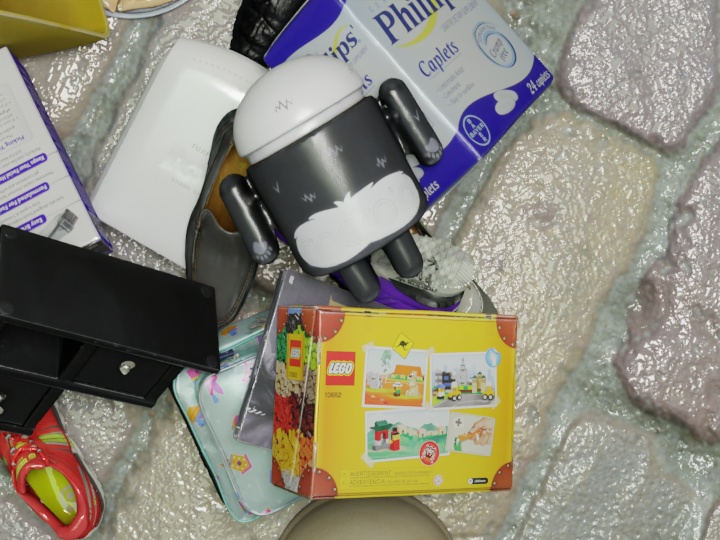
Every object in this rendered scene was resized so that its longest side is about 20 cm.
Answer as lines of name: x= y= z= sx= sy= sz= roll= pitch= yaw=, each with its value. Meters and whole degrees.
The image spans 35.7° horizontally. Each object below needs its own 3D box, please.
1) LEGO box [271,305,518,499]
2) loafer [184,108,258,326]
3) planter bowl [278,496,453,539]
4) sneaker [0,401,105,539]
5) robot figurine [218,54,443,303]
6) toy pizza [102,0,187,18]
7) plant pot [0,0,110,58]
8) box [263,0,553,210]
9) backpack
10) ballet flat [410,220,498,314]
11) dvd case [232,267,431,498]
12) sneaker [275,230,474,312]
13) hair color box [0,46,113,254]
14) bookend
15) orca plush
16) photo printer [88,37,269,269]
LEGO box: x=0.031 y=0.108 z=0.940 sx=0.198 sy=0.077 sz=0.151 roll=4 pitch=87 yaw=-28
loafer: x=-0.121 y=-0.042 z=1.002 sx=0.072 sy=0.072 sz=0.203 roll=7 pitch=104 yaw=-6
planter bowl: x=0.007 y=0.319 z=1.062 sx=0.197 sy=0.135 sz=0.203 roll=0 pitch=92 yaw=-2
sneaker: x=-0.314 y=0.172 z=1.074 sx=0.077 sy=0.085 sz=0.201 roll=-38 pitch=92 yaw=0
robot figurine: x=-0.022 y=-0.076 z=0.919 sx=0.150 sy=0.124 sz=0.202 roll=-37 pitch=101 yaw=-37
toy pizza: x=-0.224 y=-0.348 z=1.084 sx=0.197 sy=0.032 sz=0.203 roll=0 pitch=92 yaw=-1
plant pot: x=-0.372 y=-0.283 z=1.001 sx=0.174 sy=0.200 sz=0.203 roll=-18 pitch=87 yaw=21
box: x=0.049 y=-0.183 z=1.012 sx=0.200 sy=0.184 sz=0.105 roll=47 pitch=133 yaw=-2
backpack: x=-0.062 y=0.120 z=1.044 sx=0.198 sy=0.153 sz=0.178 roll=-25 pitch=100 yaw=-13
ballet flat: x=0.065 y=0.005 z=1.086 sx=0.067 sy=0.064 sz=0.200 roll=-41 pitch=93 yaw=-1
dvd case: x=-0.002 y=0.101 z=0.976 sx=0.198 sy=0.016 sz=0.151 roll=21 pitch=78 yaw=-27
sneaker: x=0.000 y=0.000 z=1.033 sx=0.198 sy=0.100 sz=0.070 roll=24 pitch=50 yaw=7
hair color box: x=-0.318 y=-0.085 z=1.014 sx=0.108 sy=0.065 sz=0.202 roll=-27 pitch=81 yaw=-4
bookend: x=-0.258 y=0.079 z=0.978 sx=0.197 sy=0.093 sz=0.200 roll=18 pitch=134 yaw=-32
orca plush: x=-0.099 y=-0.257 z=1.060 sx=0.200 sy=0.071 sz=0.106 roll=-44 pitch=75 yaw=14
photo printer: x=-0.145 y=-0.106 z=1.060 sx=0.165 sy=0.069 sz=0.201 roll=30 pitch=100 yaw=-6
